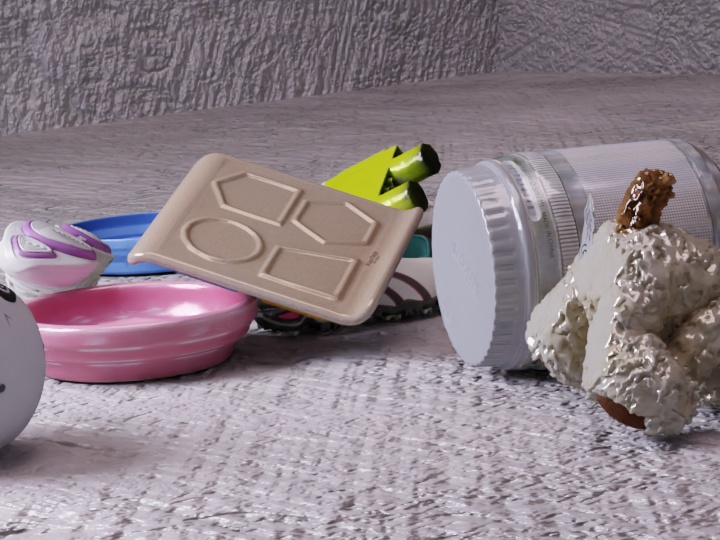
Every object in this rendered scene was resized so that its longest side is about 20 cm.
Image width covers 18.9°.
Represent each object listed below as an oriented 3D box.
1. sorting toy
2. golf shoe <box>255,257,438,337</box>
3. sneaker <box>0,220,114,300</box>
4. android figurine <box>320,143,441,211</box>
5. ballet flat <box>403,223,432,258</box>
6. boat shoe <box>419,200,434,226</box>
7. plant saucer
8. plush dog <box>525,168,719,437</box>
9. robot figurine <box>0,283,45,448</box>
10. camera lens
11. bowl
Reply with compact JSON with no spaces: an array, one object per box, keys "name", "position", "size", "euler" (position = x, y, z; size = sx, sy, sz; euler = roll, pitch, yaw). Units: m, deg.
[{"name":"sorting toy","position":[-0.065,-0.022,1.724],"size":[0.200,0.037,0.185],"euler":[14,31,9]},{"name":"golf shoe","position":[0.000,0.000,1.816],"size":[0.200,0.088,0.077],"euler":[-8,9,-34]},{"name":"sneaker","position":[-0.263,0.012,1.815],"size":[0.075,0.100,0.200],"euler":[30,3,9]},{"name":"android figurine","position":[-0.017,-0.045,1.989],"size":[0.200,0.041,0.182],"euler":[-29,25,30]},{"name":"ballet flat","position":[0.083,-0.015,1.962],"size":[0.200,0.070,0.069],"euler":[3,12,38]},{"name":"boat shoe","position":[0.051,-0.042,2.101],"size":[0.200,0.069,0.071],"euler":[-5,8,-13]},{"name":"plant saucer","position":[-0.179,0.048,1.695],"size":[0.200,0.051,0.201],"euler":[-4,10,1]},{"name":"plush dog","position":[0.227,0.033,1.425],"size":[0.172,0.161,0.200],"euler":[21,4,-17]},{"name":"robot figurine","position":[-0.307,0.061,1.422],"size":[0.200,0.150,0.125],"euler":[-1,-20,20]},{"name":"camera lens","position":[0.169,-0.012,1.587],"size":[0.200,0.160,0.160],"euler":[-6,10,-15]},{"name":"bowl","position":[-0.212,-0.029,2.214],"size":[0.200,0.039,0.201],"euler":[-4,9,1]}]
